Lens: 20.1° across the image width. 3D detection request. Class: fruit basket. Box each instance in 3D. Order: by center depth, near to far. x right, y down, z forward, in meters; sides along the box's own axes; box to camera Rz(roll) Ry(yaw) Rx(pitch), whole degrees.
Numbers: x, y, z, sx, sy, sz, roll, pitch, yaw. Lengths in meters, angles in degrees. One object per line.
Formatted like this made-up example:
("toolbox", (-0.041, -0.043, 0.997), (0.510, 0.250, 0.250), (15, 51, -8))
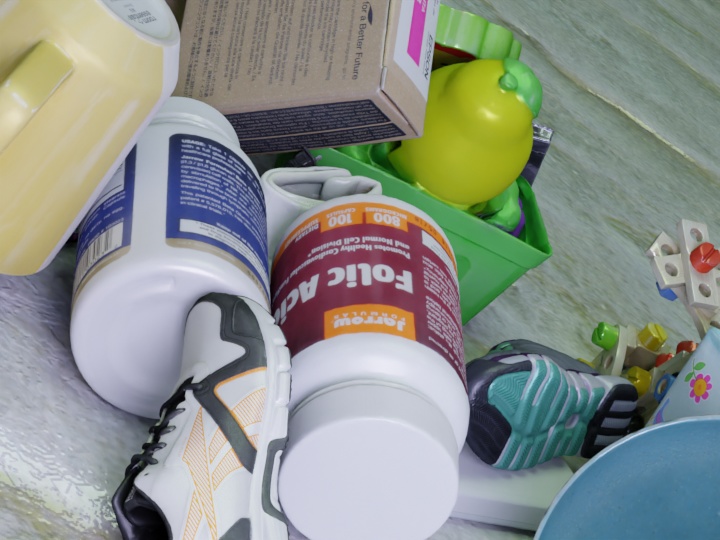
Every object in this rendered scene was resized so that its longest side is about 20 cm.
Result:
("fruit basket", (0.052, -0.083, 1.433), (0.215, 0.216, 0.156), (25, 23, -18))

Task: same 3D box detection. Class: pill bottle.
("pill bottle", (0.003, 0.056, 1.135), (0.114, 0.114, 0.200), (25, 31, -17))
("pill bottle", (-0.108, -0.016, 1.177), (0.111, 0.111, 0.200), (24, 30, -19))

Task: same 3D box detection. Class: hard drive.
("hard drive", (0.043, 0.104, 1.265), (0.199, 0.027, 0.132), (14, 29, -37))

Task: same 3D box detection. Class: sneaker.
("sneaker", (-0.080, 0.091, 1.011), (0.080, 0.074, 0.201), (14, 50, -22))
("sneaker", (0.093, 0.077, 1.281), (0.087, 0.075, 0.200), (31, 8, 33))
("sneaker", (0.000, 0.000, 1.306), (0.199, 0.116, 0.074), (17, 25, -36))

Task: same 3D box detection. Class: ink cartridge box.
("ink cartridge box", (-0.031, -0.184, 1.365), (0.075, 0.164, 0.201), (44, 50, -55))

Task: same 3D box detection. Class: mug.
("mug", (-0.174, -0.090, 1.100), (0.149, 0.153, 0.187), (30, 25, -40))

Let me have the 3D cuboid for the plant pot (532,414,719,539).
("plant pot", (0.195, 0.198, 1.102), (0.200, 0.200, 0.135), (46, -11, 30))

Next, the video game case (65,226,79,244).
("video game case", (-0.246, -0.088, 1.265), (0.200, 0.036, 0.181), (41, 25, 19))

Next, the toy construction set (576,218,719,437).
("toy construction set", (0.208, 0.061, 1.385), (0.092, 0.200, 0.132), (18, 54, -4))

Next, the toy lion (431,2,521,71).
("toy lion", (0.023, -0.169, 1.485), (0.199, 0.069, 0.192), (14, -5, 17))

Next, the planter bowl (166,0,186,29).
("planter bowl", (-0.179, -0.197, 1.411), (0.134, 0.201, 0.200), (6, 22, 7))

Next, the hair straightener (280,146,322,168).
("hair straightener", (-0.042, -0.040, 1.340), (0.200, 0.077, 0.041), (35, 4, -29))

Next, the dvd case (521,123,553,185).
("dvd case", (0.044, -0.111, 1.557), (0.199, 0.016, 0.149), (18, -11, 2))

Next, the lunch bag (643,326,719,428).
("lunch bag", (0.253, 0.160, 1.233), (0.122, 0.171, 0.200), (14, 26, -40))
